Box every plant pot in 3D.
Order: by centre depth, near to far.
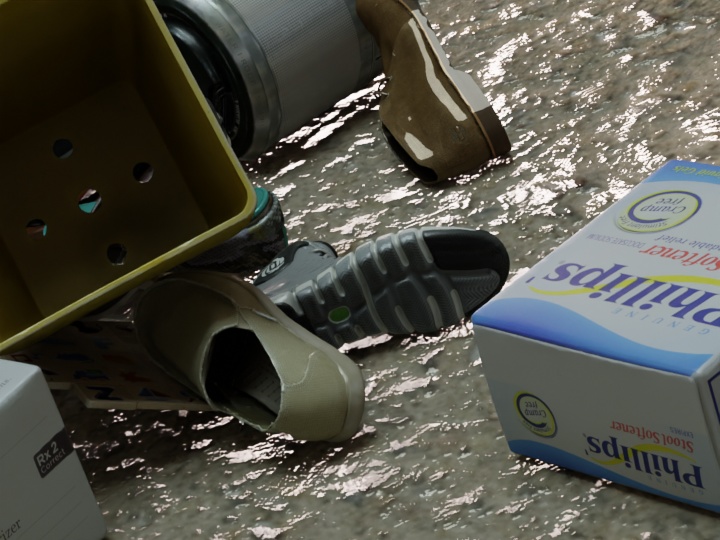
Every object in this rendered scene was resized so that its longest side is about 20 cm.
[{"bbox_3d":[-0.189,-0.062,1.641,0.199,0.201,0.176,-28,-10,-3],"label":"plant pot"}]

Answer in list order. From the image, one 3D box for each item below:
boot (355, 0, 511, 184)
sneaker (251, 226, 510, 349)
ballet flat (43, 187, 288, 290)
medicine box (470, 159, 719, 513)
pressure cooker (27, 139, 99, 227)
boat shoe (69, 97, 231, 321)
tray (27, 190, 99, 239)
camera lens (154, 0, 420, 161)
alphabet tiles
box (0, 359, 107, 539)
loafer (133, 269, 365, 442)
[{"bbox_3d":[0.034,-0.146,1.902,0.075,0.074,0.200,-31,53,-3],"label":"boot"},{"bbox_3d":[0.000,0.000,1.698,0.199,0.075,0.116,-18,24,4],"label":"sneaker"},{"bbox_3d":[-0.139,-0.014,1.822,0.199,0.072,0.072,-5,29,28],"label":"ballet flat"},{"bbox_3d":[0.201,0.034,1.464,0.200,0.103,0.182,-36,31,-32],"label":"medicine box"},{"bbox_3d":[-0.268,-0.130,1.913,0.175,0.201,0.179,-34,4,-13],"label":"pressure cooker"},{"bbox_3d":[-0.161,-0.051,1.774,0.067,0.057,0.200,3,46,35],"label":"boat shoe"},{"bbox_3d":[-0.258,-0.032,1.972,0.199,0.037,0.099,-23,27,-5],"label":"tray"},{"bbox_3d":[-0.072,-0.195,2.016,0.200,0.161,0.159,-35,31,-29],"label":"camera lens"},{"bbox_3d":[-0.176,0.061,1.662,0.199,0.008,0.167,3,17,-27],"label":"alphabet tiles"},{"bbox_3d":[-0.302,0.155,1.538,0.199,0.131,0.199,5,36,40],"label":"box"},{"bbox_3d":[-0.082,0.051,1.603,0.199,0.076,0.068,24,14,40],"label":"loafer"}]
